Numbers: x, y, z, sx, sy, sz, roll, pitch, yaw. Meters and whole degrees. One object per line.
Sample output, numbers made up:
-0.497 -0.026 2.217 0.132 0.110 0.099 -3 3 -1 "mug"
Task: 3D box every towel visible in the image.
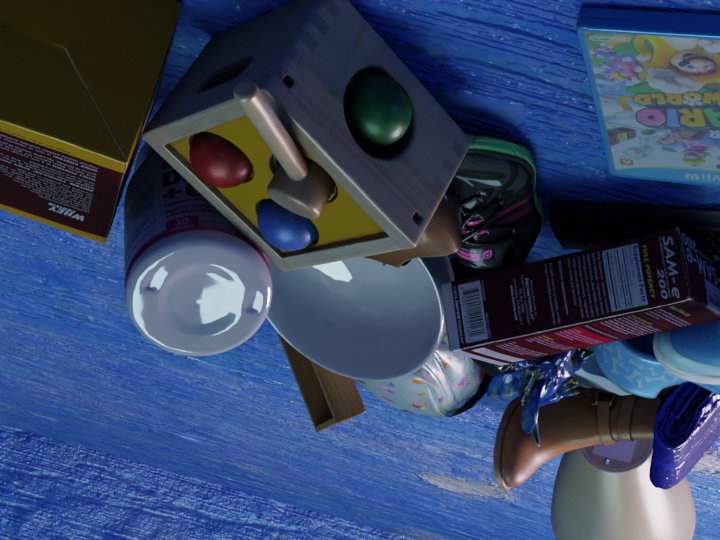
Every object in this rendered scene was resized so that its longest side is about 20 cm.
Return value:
0.340 0.141 1.286 0.050 0.148 0.200 40 170 23 "towel"

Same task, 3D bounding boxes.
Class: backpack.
0.053 0.076 1.331 0.166 0.127 0.200 12 157 19 "backpack"

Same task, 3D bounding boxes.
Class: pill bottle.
-0.137 -0.033 1.044 0.113 0.200 0.114 -5 125 -8 "pill bottle"

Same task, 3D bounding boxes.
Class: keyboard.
0.261 -0.020 1.062 0.199 0.021 0.127 6 158 29 "keyboard"

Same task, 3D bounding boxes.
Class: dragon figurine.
0.158 0.110 1.185 0.059 0.099 0.200 44 144 19 "dragon figurine"

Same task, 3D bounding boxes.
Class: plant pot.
0.324 0.259 1.590 0.187 0.188 0.200 9 146 19 "plant pot"

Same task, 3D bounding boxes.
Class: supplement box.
0.178 0.025 1.025 0.199 0.061 0.109 -14 164 26 "supplement box"
-0.259 -0.137 0.967 0.197 0.133 0.200 19 160 -10 "supplement box"

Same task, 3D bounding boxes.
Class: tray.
-0.056 0.059 1.284 0.037 0.201 0.099 -19 173 -17 "tray"

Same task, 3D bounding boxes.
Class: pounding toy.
-0.043 -0.089 0.874 0.184 0.142 0.200 45 149 -26 "pounding toy"

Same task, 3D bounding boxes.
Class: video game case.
0.226 -0.108 0.846 0.143 0.018 0.200 7 160 20 "video game case"

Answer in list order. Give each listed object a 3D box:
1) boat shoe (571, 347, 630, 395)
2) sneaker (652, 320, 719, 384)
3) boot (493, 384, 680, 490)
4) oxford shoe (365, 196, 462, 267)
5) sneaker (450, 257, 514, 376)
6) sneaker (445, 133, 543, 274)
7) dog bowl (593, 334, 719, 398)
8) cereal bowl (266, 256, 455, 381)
0.207 0.079 1.300 0.091 0.071 0.200 0 156 38 "boat shoe"
0.341 0.033 1.029 0.199 0.080 0.131 -9 156 2 "sneaker"
0.244 0.172 1.365 0.155 0.200 0.077 8 123 36 "boot"
0.003 -0.030 1.017 0.200 0.071 0.071 3 137 55 "oxford shoe"
0.132 0.056 1.226 0.200 0.060 0.104 54 172 -33 "sneaker"
0.102 -0.046 1.013 0.077 0.084 0.200 5 159 26 "sneaker"
0.308 0.062 1.130 0.199 0.112 0.050 11 147 13 "dog bowl"
0.000 0.000 1.170 0.199 0.083 0.201 15 131 19 "cereal bowl"
